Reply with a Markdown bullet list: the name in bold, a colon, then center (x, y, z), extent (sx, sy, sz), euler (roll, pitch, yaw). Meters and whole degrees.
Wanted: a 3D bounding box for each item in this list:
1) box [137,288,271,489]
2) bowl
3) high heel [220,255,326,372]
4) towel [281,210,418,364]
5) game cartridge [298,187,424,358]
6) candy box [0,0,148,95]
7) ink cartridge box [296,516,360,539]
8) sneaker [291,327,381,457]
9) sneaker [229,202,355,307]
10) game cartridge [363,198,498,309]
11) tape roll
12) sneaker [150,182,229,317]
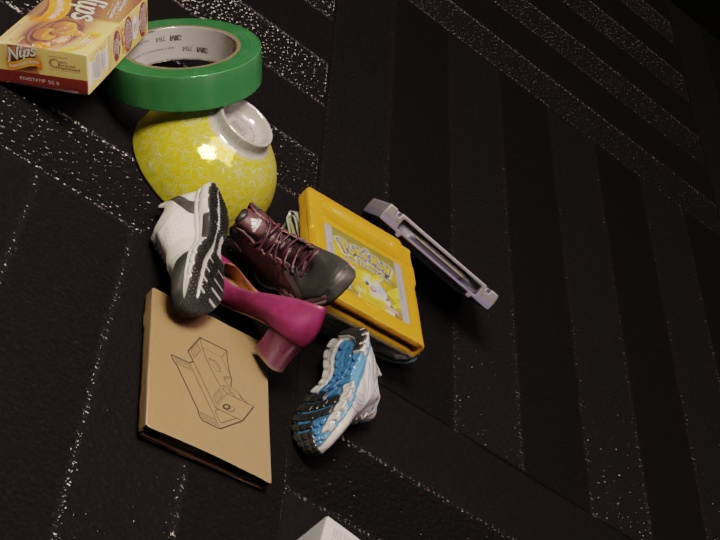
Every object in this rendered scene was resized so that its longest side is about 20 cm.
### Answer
- **box**: center (-0.167, 0.127, 1.562), extent (0.163, 0.021, 0.200), euler (29, 35, -29)
- **bowl**: center (-0.172, -0.153, 1.787), extent (0.200, 0.108, 0.200), euler (31, 34, -24)
- **high heel**: center (-0.115, 0.018, 1.653), extent (0.200, 0.096, 0.067), euler (48, 20, 25)
- **towel**: center (-0.013, 0.021, 1.845), extent (0.200, 0.048, 0.171), euler (26, 38, -32)
- **game cartridge**: center (0.000, 0.000, 1.811), extent (0.176, 0.032, 0.200), euler (29, 34, -28)
- **candy box**: center (-0.343, -0.280, 1.719), extent (0.115, 0.055, 0.200), euler (10, 32, 9)
- **ink cartridge box**: center (0.006, 0.369, 1.443), extent (0.200, 0.085, 0.145), euler (38, 33, -14)
- **sneaker**: center (-0.014, 0.157, 1.676), extent (0.087, 0.075, 0.200), euler (60, 34, -25)
- **sneaker**: center (-0.096, -0.022, 1.669), extent (0.076, 0.200, 0.116), euler (-50, 120, -18)
- **game cartridge**: center (0.094, -0.023, 1.981), extent (0.200, 0.038, 0.130), euler (40, -6, -12)
- **tape roll**: center (-0.223, -0.259, 1.789), extent (0.200, 0.048, 0.201), euler (0, 30, 0)
- **sneaker**: center (-0.200, -0.016, 1.638), extent (0.200, 0.080, 0.074), euler (-89, 161, -50)
